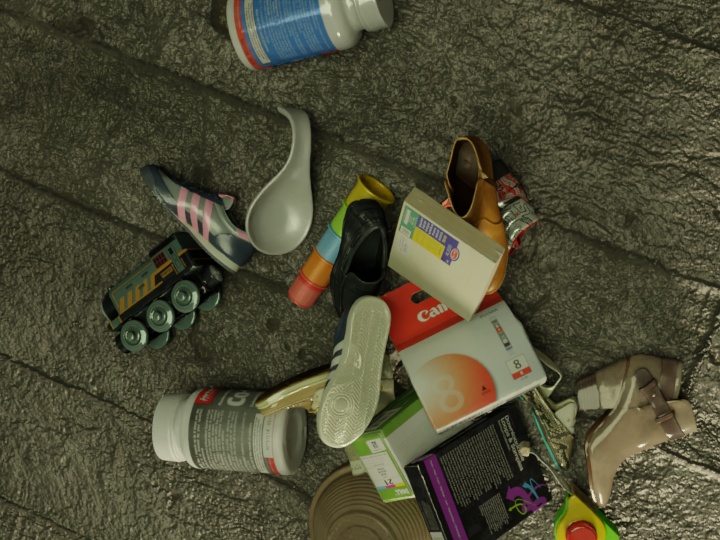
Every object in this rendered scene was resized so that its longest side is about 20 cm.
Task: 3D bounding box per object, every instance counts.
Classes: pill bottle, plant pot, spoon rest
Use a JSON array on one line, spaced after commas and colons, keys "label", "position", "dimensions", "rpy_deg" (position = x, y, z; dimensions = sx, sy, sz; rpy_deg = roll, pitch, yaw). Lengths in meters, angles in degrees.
[{"label": "pill bottle", "position": [-0.185, 0.225, 1.759], "dimensions": [0.198, 0.114, 0.115], "rpy_deg": [2, 101, 17]}, {"label": "pill bottle", "position": [-0.063, -0.333, 1.613], "dimensions": [0.199, 0.112, 0.113], "rpy_deg": [-10, 98, 20]}, {"label": "plant pot", "position": [0.014, 0.370, 1.736], "dimensions": [0.199, 0.093, 0.203], "rpy_deg": [3, 101, 16]}, {"label": "spoon rest", "position": [-0.102, -0.118, 1.686], "dimensions": [0.099, 0.061, 0.202], "rpy_deg": [3, 103, -29]}]

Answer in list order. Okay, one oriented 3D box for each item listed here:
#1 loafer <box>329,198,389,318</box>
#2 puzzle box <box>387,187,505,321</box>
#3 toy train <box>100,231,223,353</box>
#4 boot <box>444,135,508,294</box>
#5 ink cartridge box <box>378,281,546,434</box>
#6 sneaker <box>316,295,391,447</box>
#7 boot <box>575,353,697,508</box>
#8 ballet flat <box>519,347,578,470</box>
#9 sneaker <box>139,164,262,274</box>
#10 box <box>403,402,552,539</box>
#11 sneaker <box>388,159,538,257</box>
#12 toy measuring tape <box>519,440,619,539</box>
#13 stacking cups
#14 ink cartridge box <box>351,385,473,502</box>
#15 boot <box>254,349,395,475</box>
[{"label": "loafer", "position": [0.000, 0.000, 1.649], "dimensions": [0.068, 0.071, 0.202], "rpy_deg": [-6, 131, -17]}, {"label": "puzzle box", "position": [0.102, -0.016, 1.532], "dimensions": [0.133, 0.200, 0.025], "rpy_deg": [36, 69, 9]}, {"label": "toy train", "position": [-0.285, 0.034, 1.776], "dimensions": [0.200, 0.085, 0.114], "rpy_deg": [-36, 77, 22]}, {"label": "boot", "position": [0.134, -0.063, 1.521], "dimensions": [0.070, 0.144, 0.203], "rpy_deg": [-4, 95, 14]}, {"label": "ink cartridge box", "position": [0.127, 0.088, 1.615], "dimensions": [0.161, 0.050, 0.201], "rpy_deg": [-26, 77, -2]}, {"label": "sneaker", "position": [-0.010, 0.130, 1.627], "dimensions": [0.074, 0.084, 0.201], "rpy_deg": [19, 89, -13]}, {"label": "boot", "position": [0.360, 0.207, 1.612], "dimensions": [0.145, 0.070, 0.201], "rpy_deg": [-8, 105, 11]}, {"label": "ballet flat", "position": [0.240, 0.164, 1.642], "dimensions": [0.075, 0.068, 0.201], "rpy_deg": [-34, 86, 11]}, {"label": "sneaker", "position": [-0.220, -0.090, 1.743], "dimensions": [0.200, 0.070, 0.082], "rpy_deg": [45, 93, 2]}, {"label": "box", "position": [0.157, 0.278, 1.624], "dimensions": [0.036, 0.199, 0.144], "rpy_deg": [-16, 96, 52]}, {"label": "sneaker", "position": [0.136, -0.043, 1.630], "dimensions": [0.201, 0.067, 0.108], "rpy_deg": [-38, 85, 18]}, {"label": "toy measuring tape", "position": [0.264, 0.315, 1.649], "dimensions": [0.200, 0.074, 0.074], "rpy_deg": [44, 110, -7]}, {"label": "stacking cups", "position": [-0.029, -0.035, 1.696], "dimensions": [0.060, 0.060, 0.201], "rpy_deg": [38, 114, 7]}, {"label": "ink cartridge box", "position": [0.097, 0.266, 1.653], "dimensions": [0.076, 0.148, 0.201], "rpy_deg": [-21, 99, 50]}, {"label": "boot", "position": [-0.032, 0.206, 1.684], "dimensions": [0.199, 0.072, 0.156], "rpy_deg": [-18, 94, -21]}]
